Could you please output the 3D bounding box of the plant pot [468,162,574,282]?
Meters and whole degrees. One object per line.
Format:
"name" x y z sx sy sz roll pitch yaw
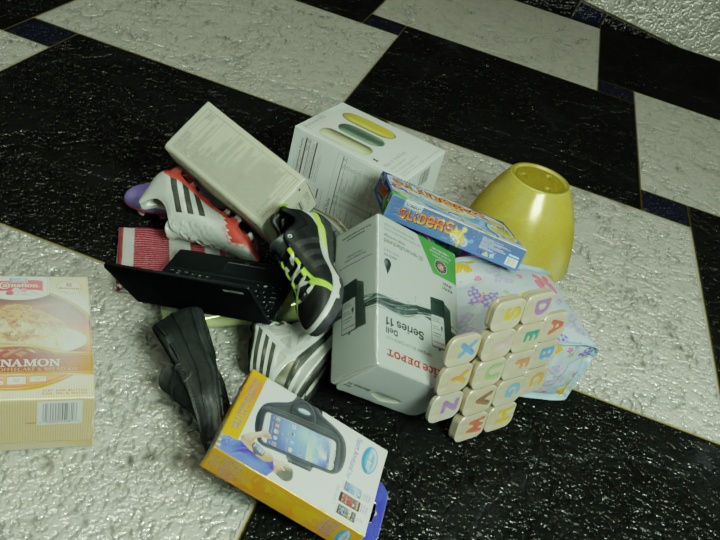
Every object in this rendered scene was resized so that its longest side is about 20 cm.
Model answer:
"plant pot" 0.274 -0.093 1.377 0.198 0.143 0.201 12 33 -8

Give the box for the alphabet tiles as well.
"alphabet tiles" 0.165 0.113 0.975 0.194 0.202 0.015 -9 35 -35

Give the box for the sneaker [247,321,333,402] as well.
"sneaker" -0.071 0.072 1.038 0.115 0.076 0.201 27 41 14

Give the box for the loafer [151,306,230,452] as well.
"loafer" -0.190 0.126 0.931 0.070 0.068 0.201 -18 48 -10

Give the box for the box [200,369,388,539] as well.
"box" -0.054 0.200 0.859 0.199 0.042 0.119 30 35 -6

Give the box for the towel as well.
"towel" -0.234 -0.012 1.144 0.198 0.023 0.145 5 34 -17

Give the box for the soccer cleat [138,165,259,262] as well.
"soccer cleat" -0.224 -0.062 1.154 0.200 0.069 0.085 41 75 14

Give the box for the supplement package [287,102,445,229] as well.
"supplement package" 0.001 -0.145 1.322 0.199 0.152 0.152 28 35 17

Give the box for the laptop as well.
"laptop" -0.183 -0.002 1.010 0.175 0.104 0.200 10 33 10

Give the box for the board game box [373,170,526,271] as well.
"board game box" 0.119 -0.070 1.141 0.198 0.035 0.136 22 16 -12

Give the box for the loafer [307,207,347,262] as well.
"loafer" -0.076 -0.066 1.218 0.069 0.076 0.199 -6 24 -43

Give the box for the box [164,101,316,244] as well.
"box" -0.166 -0.134 1.153 0.200 0.078 0.095 40 81 21

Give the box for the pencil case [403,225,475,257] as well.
"pencil case" 0.105 -0.030 1.214 0.092 0.086 0.200 28 16 23

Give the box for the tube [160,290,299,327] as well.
"tube" -0.158 0.046 1.073 0.198 0.053 0.058 -3 -2 -17

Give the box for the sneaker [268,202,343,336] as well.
"sneaker" -0.078 -0.004 1.006 0.082 0.072 0.201 22 34 -29

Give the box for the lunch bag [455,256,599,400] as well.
"lunch bag" 0.185 0.076 1.112 0.198 0.128 0.170 10 35 -28

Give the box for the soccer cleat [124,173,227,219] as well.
"soccer cleat" -0.250 -0.123 1.235 0.198 0.077 0.067 1 36 -9

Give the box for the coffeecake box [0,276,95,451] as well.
"coffeecake box" -0.367 0.093 0.885 0.152 0.074 0.201 1 36 -22

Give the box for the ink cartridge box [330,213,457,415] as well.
"ink cartridge box" 0.044 0.056 1.005 0.146 0.083 0.202 25 53 -36
